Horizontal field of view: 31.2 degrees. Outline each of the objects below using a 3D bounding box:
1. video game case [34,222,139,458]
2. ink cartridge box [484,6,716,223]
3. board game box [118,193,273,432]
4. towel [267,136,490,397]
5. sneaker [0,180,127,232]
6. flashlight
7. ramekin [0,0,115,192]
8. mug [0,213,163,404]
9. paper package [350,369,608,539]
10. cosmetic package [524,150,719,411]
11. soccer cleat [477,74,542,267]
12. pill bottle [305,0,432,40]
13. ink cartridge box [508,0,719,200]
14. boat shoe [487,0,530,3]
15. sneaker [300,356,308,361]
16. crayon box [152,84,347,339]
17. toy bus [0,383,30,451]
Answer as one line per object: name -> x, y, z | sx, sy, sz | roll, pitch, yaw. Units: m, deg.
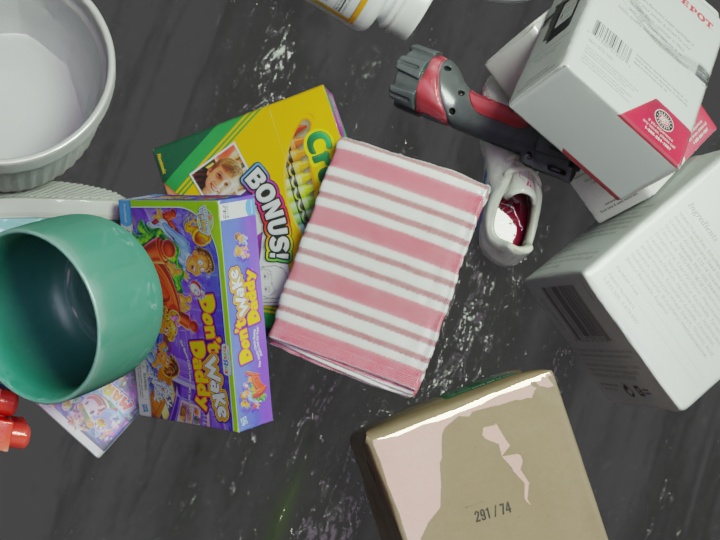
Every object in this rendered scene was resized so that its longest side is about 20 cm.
video game case -> -0.232, 0.054, 1.218 | 0.143, 0.018, 0.200 | 43, 79, -8
ink cartridge box -> 0.240, -0.175, 1.283 | 0.145, 0.084, 0.201 | -40, 96, -37
board game box -> -0.148, 0.034, 1.150 | 0.045, 0.134, 0.202 | -13, 102, -48
towel -> 0.016, -0.004, 1.139 | 0.145, 0.030, 0.201 | 20, 90, 9
sneaker -> -0.314, -0.035, 1.187 | 0.198, 0.074, 0.083 | -3, 109, -13
flashlight -> 0.127, -0.156, 1.241 | 0.199, 0.068, 0.068 | 23, 45, 22
ramekin -> -0.320, -0.165, 1.147 | 0.198, 0.105, 0.202 | 4, 71, -11
mug -> -0.260, 0.020, 1.125 | 0.184, 0.114, 0.153 | 31, 116, 21
paper package -> 0.110, 0.211, 1.245 | 0.199, 0.103, 0.192 | -18, 91, -12
cosmetic package -> 0.305, 0.011, 1.268 | 0.200, 0.165, 0.165 | -38, 95, -11
soccer cleat -> 0.155, -0.105, 1.281 | 0.069, 0.086, 0.202 | 2, 86, -13
pill bottle -> -0.023, -0.305, 1.240 | 0.199, 0.109, 0.110 | 29, 81, -10
ink cartridge box -> 0.239, -0.190, 1.180 | 0.145, 0.083, 0.201 | 38, 53, -15
boat shoe -> 0.108, -0.328, 1.291 | 0.199, 0.070, 0.071 | 22, 82, -10
sneaker -> 0.000, 0.000, 1.241 | 0.081, 0.083, 0.200 | 42, 80, -7
crayon box -> -0.078, -0.046, 1.194 | 0.171, 0.058, 0.202 | -20, 86, 9
toy bus -> -0.373, 0.118, 1.094 | 0.191, 0.200, 0.137 | 14, 90, -18
